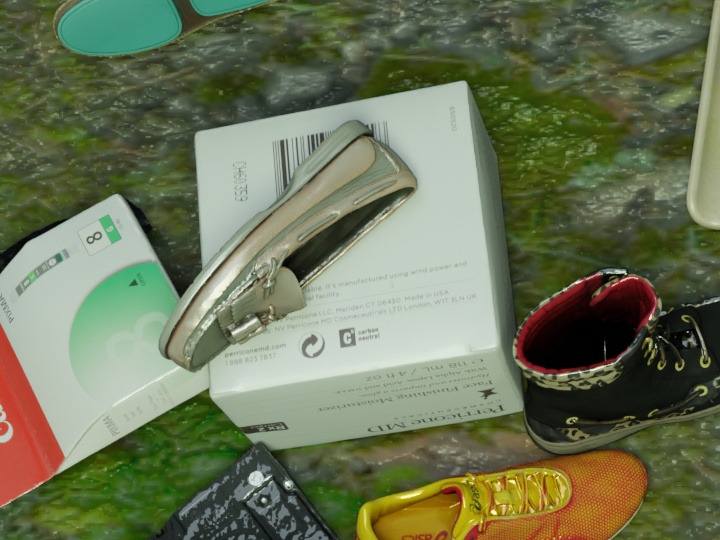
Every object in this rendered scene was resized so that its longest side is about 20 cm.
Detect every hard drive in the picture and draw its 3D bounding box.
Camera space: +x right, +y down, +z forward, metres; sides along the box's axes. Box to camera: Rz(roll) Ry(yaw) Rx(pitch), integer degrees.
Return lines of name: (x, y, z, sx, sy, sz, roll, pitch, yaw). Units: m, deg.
hard drive: (-0.059, 0.233, 1.387, 0.140, 0.038, 0.200, -40, 64, -4)

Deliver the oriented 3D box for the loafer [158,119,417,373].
loafer: (-0.045, -0.008, 1.324, 0.063, 0.072, 0.200, 38, 78, 16)

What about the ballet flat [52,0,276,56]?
ballet flat: (-0.139, -0.217, 1.588, 0.199, 0.071, 0.065, -13, 38, 5)

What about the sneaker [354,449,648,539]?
sneaker: (0.095, 0.161, 1.354, 0.199, 0.077, 0.073, -17, 64, -4)

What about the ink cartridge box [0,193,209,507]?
ink cartridge box: (-0.216, 0.057, 1.421, 0.199, 0.050, 0.161, -28, 55, -6)

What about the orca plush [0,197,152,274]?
orca plush: (-0.241, 0.013, 1.504, 0.199, 0.071, 0.106, -31, 64, 0)

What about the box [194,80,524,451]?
box: (0.000, 0.000, 1.417, 0.198, 0.131, 0.201, -10, 67, 10)

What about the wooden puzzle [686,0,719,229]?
wooden puzzle: (0.334, -0.114, 1.429, 0.199, 0.046, 0.186, 6, 69, 16)

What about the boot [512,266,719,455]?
boot: (0.190, 0.046, 1.340, 0.199, 0.151, 0.074, -20, 65, 5)
